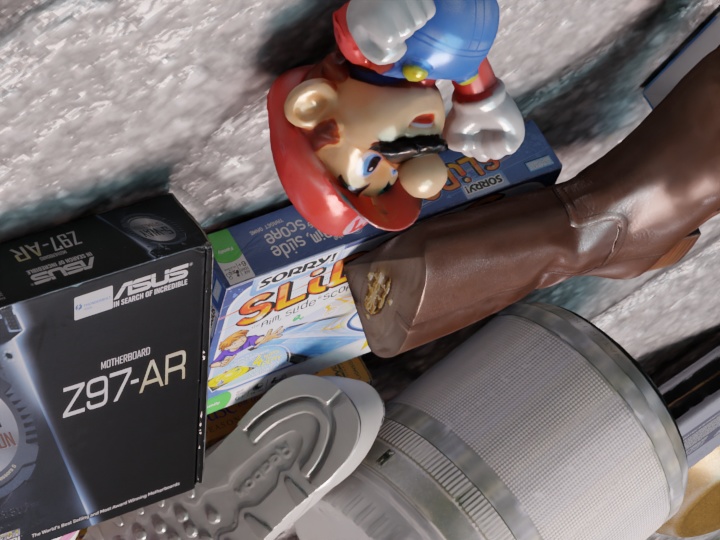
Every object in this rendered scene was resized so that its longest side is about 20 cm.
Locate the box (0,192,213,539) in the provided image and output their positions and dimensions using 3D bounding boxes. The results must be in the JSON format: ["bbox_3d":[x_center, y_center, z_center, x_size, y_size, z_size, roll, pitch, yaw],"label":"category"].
[{"bbox_3d":[-0.167,0.062,1.108,0.200,0.044,0.160,-18,135,-27],"label":"box"}]

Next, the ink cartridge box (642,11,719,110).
[{"bbox_3d":[0.262,-0.105,1.307,0.200,0.067,0.116,1,141,-49],"label":"ink cartridge box"}]

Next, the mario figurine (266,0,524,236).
[{"bbox_3d":[0.037,-0.087,1.029,0.123,0.106,0.200,22,123,-18],"label":"mario figurine"}]

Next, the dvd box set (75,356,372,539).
[{"bbox_3d":[-0.098,0.120,1.370,0.200,0.029,0.146,-19,153,-26],"label":"dvd box set"}]

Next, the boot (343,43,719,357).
[{"bbox_3d":[0.096,-0.033,1.188,0.200,0.064,0.186,-14,148,-25],"label":"boot"}]

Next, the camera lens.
[{"bbox_3d":[0.080,0.128,1.393,0.200,0.160,0.160,-38,159,-21],"label":"camera lens"}]

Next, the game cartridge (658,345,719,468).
[{"bbox_3d":[0.231,0.107,1.680,0.200,0.042,0.133,-31,163,-30],"label":"game cartridge"}]

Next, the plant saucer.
[{"bbox_3d":[0.307,0.162,1.913,0.200,0.035,0.200,-26,156,-12],"label":"plant saucer"}]

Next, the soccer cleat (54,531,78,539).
[{"bbox_3d":[-0.192,0.152,1.240,0.076,0.067,0.200,-52,169,-44],"label":"soccer cleat"}]

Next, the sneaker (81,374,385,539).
[{"bbox_3d":[-0.069,0.129,1.303,0.200,0.076,0.080,-35,173,15],"label":"sneaker"}]

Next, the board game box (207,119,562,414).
[{"bbox_3d":[0.000,0.000,1.246,0.200,0.034,0.135,-21,154,-23],"label":"board game box"}]
